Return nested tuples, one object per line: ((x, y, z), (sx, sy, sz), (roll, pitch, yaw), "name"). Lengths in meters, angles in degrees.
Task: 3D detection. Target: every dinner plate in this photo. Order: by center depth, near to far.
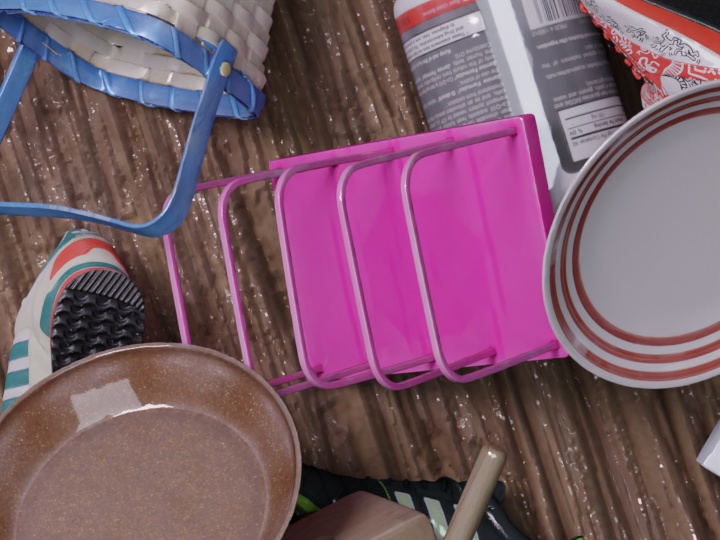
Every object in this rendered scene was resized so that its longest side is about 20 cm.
((0.189, -0.023, 1.408), (0.199, 0.024, 0.201), (-13, 126, -18), "dinner plate")

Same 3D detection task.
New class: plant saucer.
((-0.127, 0.130, 1.393), (0.199, 0.037, 0.201), (-7, 51, 8), "plant saucer")

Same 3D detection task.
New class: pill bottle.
((0.101, -0.084, 1.488), (0.115, 0.116, 0.201), (-17, 89, 3), "pill bottle")

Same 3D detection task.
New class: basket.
((-0.145, -0.121, 1.472), (0.176, 0.139, 0.201), (8, 78, 37), "basket")

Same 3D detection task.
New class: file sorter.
((0.000, 0.000, 1.435), (0.199, 0.125, 0.140), (-8, 96, 41), "file sorter")

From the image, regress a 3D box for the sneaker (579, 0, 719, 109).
((0.168, -0.128, 1.438), (0.201, 0.108, 0.067), (31, 46, 9), "sneaker")

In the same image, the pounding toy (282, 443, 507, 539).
((0.001, 0.213, 1.402), (0.199, 0.142, 0.185), (-26, 102, -18), "pounding toy")

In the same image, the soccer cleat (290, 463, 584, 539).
((0.041, 0.155, 1.522), (0.199, 0.068, 0.081), (26, 73, 2), "soccer cleat")

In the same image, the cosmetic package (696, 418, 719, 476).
((0.327, 0.103, 1.509), (0.199, 0.052, 0.151), (31, 89, 2), "cosmetic package")

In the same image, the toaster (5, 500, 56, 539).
((-0.167, 0.213, 1.486), (0.128, 0.114, 0.201), (8, 101, -15), "toaster")

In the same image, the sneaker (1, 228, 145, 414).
((-0.183, 0.067, 1.530), (0.070, 0.094, 0.201), (8, 118, -20), "sneaker")
